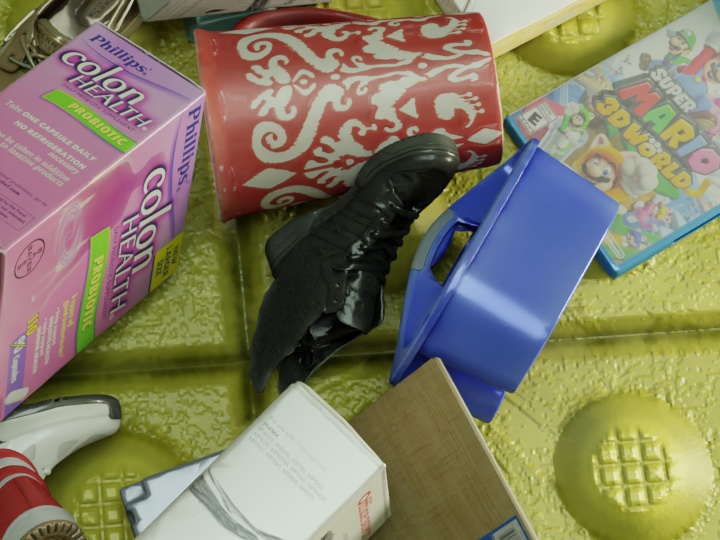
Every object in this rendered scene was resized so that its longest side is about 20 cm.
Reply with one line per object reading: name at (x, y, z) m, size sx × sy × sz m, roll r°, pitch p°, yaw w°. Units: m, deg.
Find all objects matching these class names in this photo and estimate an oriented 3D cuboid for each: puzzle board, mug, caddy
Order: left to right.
mug at (-0.011, -0.132, 1.664) m, size 0.200 × 0.133 × 0.178 m, roll -8°, pitch 66°, yaw -2°
puzzle board at (0.050, 0.179, 1.571) m, size 0.017 × 0.151 × 0.200 m, roll -9°, pitch 65°, yaw -52°
caddy at (0.088, 0.004, 1.627) m, size 0.105 × 0.141 × 0.200 m, roll 30°, pitch 65°, yaw 2°

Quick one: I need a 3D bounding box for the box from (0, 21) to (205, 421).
box at (-0.206, -0.029, 1.557) m, size 0.097 × 0.176 × 0.200 m, roll 32°, pitch 49°, yaw 17°

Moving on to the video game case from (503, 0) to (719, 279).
video game case at (0.225, -0.100, 1.746) m, size 0.200 × 0.018 × 0.143 m, roll -30°, pitch 75°, yaw -16°

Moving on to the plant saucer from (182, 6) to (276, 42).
plant saucer at (-0.118, -0.266, 1.775) m, size 0.070 × 0.019 × 0.200 m, roll -13°, pitch 71°, yaw -11°

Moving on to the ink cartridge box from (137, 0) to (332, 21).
ink cartridge box at (-0.051, -0.233, 1.695) m, size 0.200 × 0.116 × 0.068 m, roll -11°, pitch 82°, yaw -31°

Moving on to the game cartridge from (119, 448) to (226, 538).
game cartridge at (-0.066, 0.215, 1.582) m, size 0.133 × 0.041 × 0.200 m, roll -20°, pitch 73°, yaw -2°

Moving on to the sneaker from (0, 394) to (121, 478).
sneaker at (-0.244, 0.155, 1.588) m, size 0.200 × 0.076 × 0.115 m, roll -17°, pitch 89°, yaw -15°

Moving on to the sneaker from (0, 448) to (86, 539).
sneaker at (-0.227, 0.207, 1.529) m, size 0.071 × 0.200 × 0.112 m, roll -5°, pitch 35°, yaw -31°

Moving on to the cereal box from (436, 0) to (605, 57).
cereal box at (0.098, -0.268, 1.785) m, size 0.144 × 0.040 × 0.200 m, roll -29°, pitch 75°, yaw -15°

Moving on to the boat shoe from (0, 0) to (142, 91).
boat shoe at (-0.224, -0.152, 1.695) m, size 0.071 × 0.065 × 0.200 m, roll 33°, pitch 70°, yaw 7°

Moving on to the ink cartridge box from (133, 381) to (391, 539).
ink cartridge box at (-0.077, 0.180, 1.499) m, size 0.085 × 0.146 × 0.200 m, roll 41°, pitch 77°, yaw 14°

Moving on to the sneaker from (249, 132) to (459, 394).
sneaker at (-0.002, -0.001, 1.619) m, size 0.200 × 0.060 × 0.104 m, roll -34°, pitch 53°, yaw 28°
